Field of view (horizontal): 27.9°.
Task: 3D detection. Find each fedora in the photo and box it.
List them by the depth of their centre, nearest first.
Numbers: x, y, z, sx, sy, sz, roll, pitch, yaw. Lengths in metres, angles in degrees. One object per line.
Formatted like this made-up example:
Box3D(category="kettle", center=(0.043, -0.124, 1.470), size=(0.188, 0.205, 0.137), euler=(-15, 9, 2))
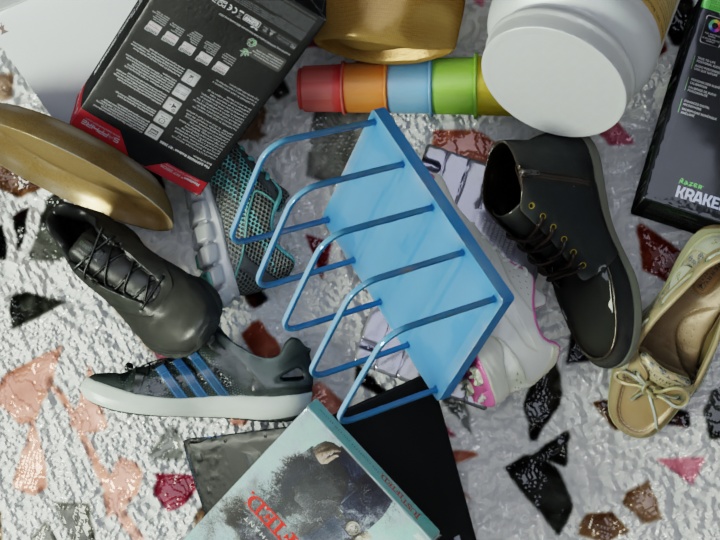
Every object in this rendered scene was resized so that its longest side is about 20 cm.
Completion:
Box3D(category="fedora", center=(0.021, -0.219, 1.207), size=(0.197, 0.201, 0.083), euler=(1, 87, 4))

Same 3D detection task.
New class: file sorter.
Box3D(category="file sorter", center=(0.000, 0.000, 1.156), size=(0.122, 0.139, 0.201), euler=(-16, 61, -33))

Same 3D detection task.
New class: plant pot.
Box3D(category="plant pot", center=(-0.241, -0.089, 1.208), size=(0.198, 0.200, 0.028), euler=(22, 77, 6))

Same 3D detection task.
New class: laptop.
Box3D(category="laptop", center=(-0.023, 0.198, 1.230), size=(0.198, 0.103, 0.180), euler=(-10, 102, 28))

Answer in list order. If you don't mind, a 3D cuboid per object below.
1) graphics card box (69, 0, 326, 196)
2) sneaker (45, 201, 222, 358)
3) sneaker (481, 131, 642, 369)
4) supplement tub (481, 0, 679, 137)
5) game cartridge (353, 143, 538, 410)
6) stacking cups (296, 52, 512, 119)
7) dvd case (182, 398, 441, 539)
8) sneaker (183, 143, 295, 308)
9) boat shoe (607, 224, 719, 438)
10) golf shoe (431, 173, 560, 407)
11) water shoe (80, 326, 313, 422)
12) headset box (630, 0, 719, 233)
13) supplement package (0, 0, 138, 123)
Box3D(category="graphics card box", center=(-0.129, -0.166, 1.139), size=(0.124, 0.051, 0.200), euler=(27, 125, -19))
Box3D(category="sneaker", center=(-0.197, 0.006, 1.213), size=(0.199, 0.091, 0.076), euler=(30, 84, 36))
Box3D(category="sneaker", center=(0.158, -0.012, 1.183), size=(0.105, 0.074, 0.203), euler=(-8, 80, -42))
Box3D(category="supplement tub", center=(0.187, -0.224, 1.184), size=(0.143, 0.145, 0.202), euler=(22, 60, 6))
Box3D(category="game cartridge", center=(0.085, 0.006, 1.256), size=(0.128, 0.038, 0.202), euler=(20, 86, 2))
Box3D(category="stacking cups", center=(0.044, -0.161, 1.270), size=(0.197, 0.060, 0.061), euler=(1, 84, 9))
Box3D(category="dvd case", center=(-0.047, 0.218, 1.176), size=(0.146, 0.022, 0.200), euler=(46, 121, 5))
Box3D(category="sneaker", center=(-0.109, -0.071, 1.268), size=(0.090, 0.078, 0.203), euler=(-10, 86, -13))
Box3D(category="boat shoe", center=(0.256, 0.058, 1.189), size=(0.072, 0.063, 0.202), euler=(22, 115, 6))
Box3D(category="golf shoe", center=(0.100, 0.008, 1.212), size=(0.090, 0.075, 0.202), euler=(-19, 85, -12))
Box3D(category="water shoe", center=(-0.139, 0.086, 1.247), size=(0.197, 0.071, 0.080), euler=(3, 88, -5))
Box3D(category="headset box", center=(0.341, -0.123, 1.220), size=(0.172, 0.093, 0.203), euler=(18, 85, 5))
Box3D(category="supplement package", center=(-0.183, -0.216, 1.204), size=(0.198, 0.156, 0.112), euler=(-19, 41, 14))
